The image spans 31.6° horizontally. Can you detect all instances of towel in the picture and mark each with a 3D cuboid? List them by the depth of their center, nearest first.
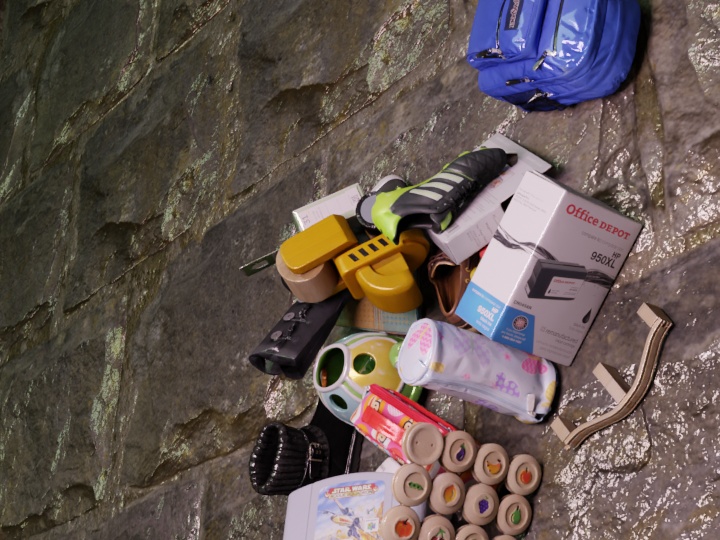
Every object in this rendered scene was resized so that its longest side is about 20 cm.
[{"bbox_3d":[0.016,0.017,1.878,0.200,0.022,0.147,3,95,45],"label":"towel"}]

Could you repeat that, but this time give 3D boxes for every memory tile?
[{"bbox_3d":[0.123,0.271,1.505,0.017,0.200,0.153,-3,69,63],"label":"memory tile"}]

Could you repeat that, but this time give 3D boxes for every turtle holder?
[{"bbox_3d":[0.019,0.153,1.769,0.185,0.132,0.141,16,86,56],"label":"turtle holder"}]

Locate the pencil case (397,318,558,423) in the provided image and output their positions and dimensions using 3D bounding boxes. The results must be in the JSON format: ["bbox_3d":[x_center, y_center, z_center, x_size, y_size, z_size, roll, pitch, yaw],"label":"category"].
[{"bbox_3d":[0.143,0.126,1.555,0.083,0.200,0.091,-44,34,42],"label":"pencil case"}]

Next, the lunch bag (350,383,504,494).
[{"bbox_3d":[0.077,0.219,1.610,0.082,0.176,0.200,-58,35,-3],"label":"lunch bag"}]

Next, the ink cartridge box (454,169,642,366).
[{"bbox_3d":[0.229,-0.002,1.544,0.084,0.145,0.200,38,105,53],"label":"ink cartridge box"}]

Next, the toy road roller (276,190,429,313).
[{"bbox_3d":[0.000,0.000,1.736,0.200,0.123,0.146,-27,63,1],"label":"toy road roller"}]

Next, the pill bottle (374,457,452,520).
[{"bbox_3d":[0.013,0.348,1.625,0.200,0.114,0.114,-47,35,-3],"label":"pill bottle"}]

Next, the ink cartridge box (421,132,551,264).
[{"bbox_3d":[0.161,-0.102,1.735,0.174,0.044,0.200,-34,25,-2],"label":"ink cartridge box"}]

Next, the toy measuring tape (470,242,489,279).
[{"bbox_3d":[0.215,-0.026,1.642,0.200,0.074,0.074,-32,49,37],"label":"toy measuring tape"}]

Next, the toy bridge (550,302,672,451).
[{"bbox_3d":[0.298,0.135,1.483,0.200,0.027,0.067,-57,37,19],"label":"toy bridge"}]

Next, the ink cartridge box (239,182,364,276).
[{"bbox_3d":[-0.086,-0.056,1.826,0.146,0.200,0.048,97,150,-85],"label":"ink cartridge box"}]

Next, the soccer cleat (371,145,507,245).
[{"bbox_3d":[0.112,-0.096,1.671,0.200,0.068,0.081,-26,58,-6],"label":"soccer cleat"}]

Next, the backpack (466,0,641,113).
[{"bbox_3d":[0.250,-0.296,1.651,0.200,0.168,0.163,3,83,51],"label":"backpack"}]

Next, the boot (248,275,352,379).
[{"bbox_3d":[-0.099,0.069,1.850,0.165,0.066,0.200,-6,43,46],"label":"boot"}]

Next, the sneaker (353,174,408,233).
[{"bbox_3d":[0.020,-0.043,1.920,0.200,0.071,0.099,-56,31,12],"label":"sneaker"}]

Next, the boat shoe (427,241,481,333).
[{"bbox_3d":[0.130,-0.006,1.752,0.072,0.068,0.200,-42,43,35],"label":"boat shoe"}]

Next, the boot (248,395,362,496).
[{"bbox_3d":[-0.076,0.231,1.837,0.079,0.158,0.211,-24,55,47],"label":"boot"}]

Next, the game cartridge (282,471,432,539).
[{"bbox_3d":[-0.007,0.315,1.559,0.200,0.042,0.133,-12,59,27],"label":"game cartridge"}]
